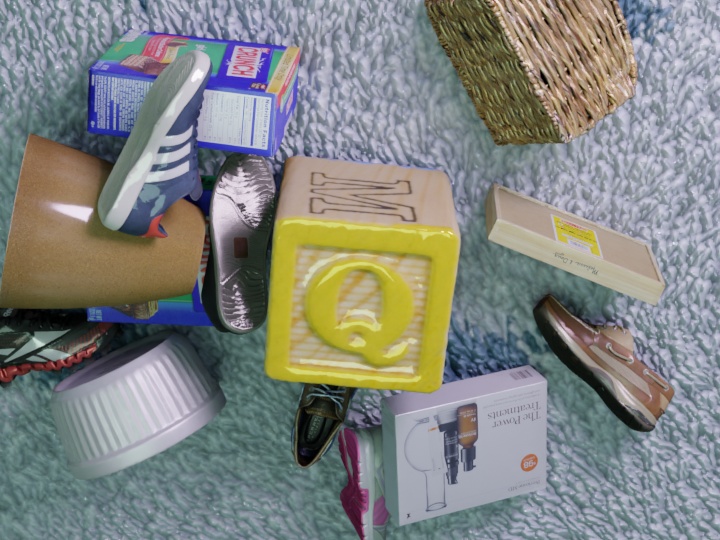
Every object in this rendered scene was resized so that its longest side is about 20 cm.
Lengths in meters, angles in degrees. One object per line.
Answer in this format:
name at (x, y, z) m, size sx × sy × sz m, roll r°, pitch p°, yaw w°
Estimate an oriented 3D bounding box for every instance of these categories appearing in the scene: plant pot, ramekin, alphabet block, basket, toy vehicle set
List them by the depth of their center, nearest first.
plant pot at (-0.272, -0.037, 1.360) m, size 0.199 × 0.187 × 0.187 m, roll 10°, pitch 113°, yaw -12°
basket at (0.188, -0.249, 1.361) m, size 0.143 × 0.149 × 0.200 m, roll -37°, pitch 107°, yaw -17°
alphabet block at (0.000, 0.000, 1.396) m, size 0.195 × 0.200 × 0.196 m, roll 4°, pitch 112°, yaw -2°
toy vehicle set at (0.236, -0.032, 1.411) m, size 0.199 × 0.124 × 0.027 m, roll 22°, pitch 112°, yaw -4°
ramekin at (-0.269, 0.152, 1.498) m, size 0.200 × 0.200 × 0.105 m, roll -22°, pitch 99°, yaw 13°

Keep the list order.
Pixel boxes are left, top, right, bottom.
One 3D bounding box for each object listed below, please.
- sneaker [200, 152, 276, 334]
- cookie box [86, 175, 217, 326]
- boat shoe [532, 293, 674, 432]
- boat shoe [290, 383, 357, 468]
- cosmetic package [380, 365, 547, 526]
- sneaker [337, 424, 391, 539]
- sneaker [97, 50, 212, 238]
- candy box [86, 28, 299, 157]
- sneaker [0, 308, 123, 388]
sneaker at (-0.145, -0.029, 1.400) m, size 0.075 × 0.106 × 0.201 m, roll 6°, pitch 83°, yaw -21°
cookie box at (-0.219, -0.025, 1.481) m, size 0.199 × 0.075 × 0.172 m, roll 2°, pitch 110°, yaw 4°
boat shoe at (0.289, 0.100, 1.495) m, size 0.074 × 0.076 × 0.200 m, roll -44°, pitch 94°, yaw -9°
boat shoe at (-0.038, 0.153, 1.538) m, size 0.072 × 0.072 × 0.201 m, roll 13°, pitch 113°, yaw 0°
cosmetic package at (0.126, 0.209, 1.518) m, size 0.199 × 0.052 × 0.151 m, roll -11°, pitch 115°, yaw -18°
sneaker at (0.027, 0.271, 1.575) m, size 0.088 × 0.081 × 0.201 m, roll -15°, pitch 130°, yaw -18°
sneaker at (-0.184, -0.121, 1.267) m, size 0.084 × 0.075 × 0.200 m, roll 22°, pitch 108°, yaw -30°
candy box at (-0.174, -0.194, 1.358) m, size 0.199 × 0.169 × 0.077 m, roll 8°, pitch 116°, yaw 1°
sneaker at (-0.391, 0.077, 1.540) m, size 0.200 × 0.071 × 0.098 m, roll -14°, pitch 112°, yaw 12°
